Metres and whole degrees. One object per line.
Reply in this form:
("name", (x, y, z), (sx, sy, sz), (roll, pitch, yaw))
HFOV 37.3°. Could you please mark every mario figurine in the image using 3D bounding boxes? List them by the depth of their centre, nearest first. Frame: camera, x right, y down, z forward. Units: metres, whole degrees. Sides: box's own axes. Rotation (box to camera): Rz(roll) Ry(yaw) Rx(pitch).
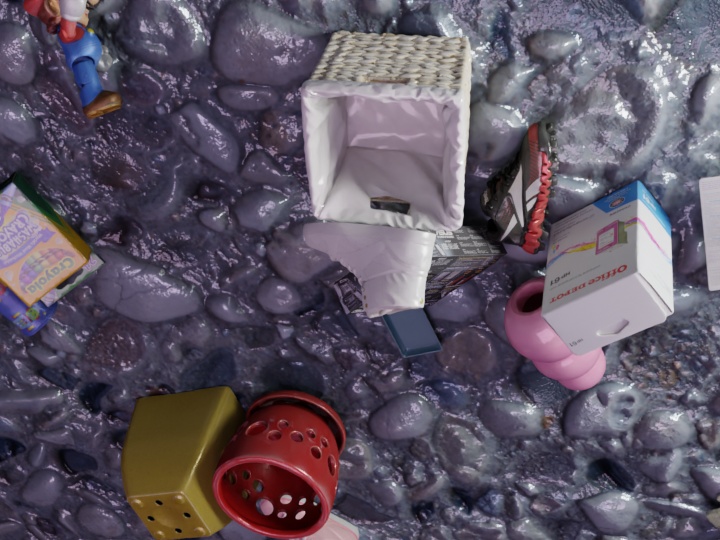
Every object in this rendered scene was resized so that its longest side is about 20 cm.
("mario figurine", (-0.349, -0.304, 1.370), (0.123, 0.106, 0.201), (-10, 105, 45))

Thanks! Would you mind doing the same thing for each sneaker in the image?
("sneaker", (0.000, 0.000, 1.353), (0.199, 0.073, 0.117), (8, 91, 39))
("sneaker", (0.208, -0.109, 1.408), (0.097, 0.071, 0.201), (8, 132, 5))
("sneaker", (-0.101, 0.487, 1.960), (0.199, 0.105, 0.075), (28, 132, -8))

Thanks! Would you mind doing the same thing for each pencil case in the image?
("pencil case", (-0.580, 0.016, 1.710), (0.078, 0.087, 0.200), (-45, 114, -5))

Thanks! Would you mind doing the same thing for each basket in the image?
("basket", (0.041, -0.176, 1.338), (0.197, 0.161, 0.201), (5, 129, 10))

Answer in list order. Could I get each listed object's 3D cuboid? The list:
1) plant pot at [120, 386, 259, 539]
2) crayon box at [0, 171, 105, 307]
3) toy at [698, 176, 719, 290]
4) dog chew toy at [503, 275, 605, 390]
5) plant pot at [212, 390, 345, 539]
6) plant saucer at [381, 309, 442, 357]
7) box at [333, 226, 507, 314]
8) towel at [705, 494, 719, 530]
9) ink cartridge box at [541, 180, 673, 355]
("plant pot", (-0.296, 0.346, 1.830), (0.194, 0.201, 0.195), (-11, 126, 21))
("crayon box", (-0.507, -0.035, 1.640), (0.125, 0.052, 0.200), (-35, 116, 9))
("toy", (0.505, -0.061, 1.389), (0.114, 0.047, 0.201), (-7, 130, 16))
("dog chew toy", (0.290, 0.099, 1.534), (0.124, 0.125, 0.200), (-20, 129, 28))
("plant pot", (-0.128, 0.312, 1.769), (0.199, 0.183, 0.201), (7, 131, 8))
("plant saucer", (0.059, 0.050, 1.615), (0.069, 0.019, 0.201), (-13, 125, 23))
("box", (0.084, -0.002, 1.461), (0.157, 0.199, 0.050), (-37, 69, 35))
("towel", (0.693, 0.406, 1.742), (0.200, 0.035, 0.192), (-34, 117, 32))
("ink cartridge box", (0.320, -0.004, 1.381), (0.144, 0.201, 0.085), (-29, 118, 32))
